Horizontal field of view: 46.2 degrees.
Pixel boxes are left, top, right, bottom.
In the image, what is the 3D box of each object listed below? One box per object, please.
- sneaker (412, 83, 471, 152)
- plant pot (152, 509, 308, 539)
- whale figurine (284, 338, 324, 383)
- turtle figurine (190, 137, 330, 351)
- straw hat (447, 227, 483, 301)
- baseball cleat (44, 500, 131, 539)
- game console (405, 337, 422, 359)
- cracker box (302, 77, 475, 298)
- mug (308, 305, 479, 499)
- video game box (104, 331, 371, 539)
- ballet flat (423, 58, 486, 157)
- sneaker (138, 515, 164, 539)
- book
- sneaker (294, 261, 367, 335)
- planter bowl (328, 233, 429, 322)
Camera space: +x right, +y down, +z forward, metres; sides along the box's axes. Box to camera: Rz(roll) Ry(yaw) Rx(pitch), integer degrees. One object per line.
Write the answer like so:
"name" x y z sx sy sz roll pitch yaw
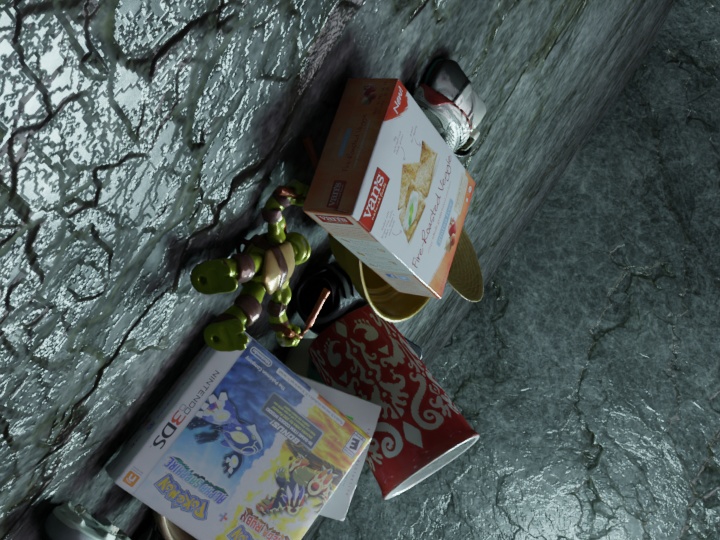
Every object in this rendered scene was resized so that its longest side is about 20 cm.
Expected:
"sneaker" 0.070 -0.134 0.977 0.082 0.078 0.200 -49 165 -24
"plant pot" -0.144 0.226 0.945 0.201 0.201 0.093 -53 -151 -15
"whale figurine" -0.050 0.189 1.119 0.159 0.103 0.201 83 8 -64
"turtle figurine" -0.085 -0.009 0.741 0.161 0.064 0.201 -42 142 -57
"straw hat" 0.081 -0.032 1.147 0.085 0.202 0.201 -27 179 23
"baseball cleat" -0.261 0.273 0.773 0.107 0.070 0.200 -52 166 -20
"game console" -0.001 0.181 1.405 0.200 0.118 0.171 -57 168 0
"cracker box" 0.036 -0.072 0.803 0.200 0.058 0.134 39 65 -53
"mug" 0.027 0.162 1.033 0.133 0.200 0.178 -25 160 -25
"video game box" -0.114 0.180 0.833 0.182 0.200 0.047 -53 -157 -12
"ballet flat" 0.118 -0.193 1.032 0.068 0.068 0.200 -56 167 -7
"sneaker" -0.239 0.340 1.022 0.200 0.074 0.079 -56 173 -1
"book" -0.086 0.173 0.896 0.048 0.199 0.134 12 -100 62
"sneaker" 0.000 0.000 1.013 0.200 0.071 0.099 -45 167 3
"planter bowl" 0.022 -0.050 0.922 0.200 0.083 0.201 -24 119 -51
